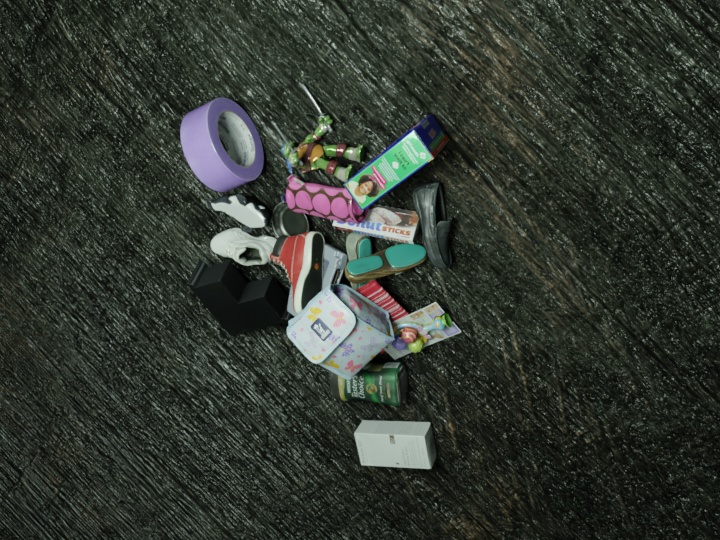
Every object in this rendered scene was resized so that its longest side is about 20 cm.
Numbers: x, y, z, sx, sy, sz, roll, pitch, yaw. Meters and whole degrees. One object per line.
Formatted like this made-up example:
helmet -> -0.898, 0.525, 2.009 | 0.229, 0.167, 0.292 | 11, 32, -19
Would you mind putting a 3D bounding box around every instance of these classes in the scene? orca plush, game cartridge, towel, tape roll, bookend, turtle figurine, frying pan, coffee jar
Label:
orca plush -> -0.290, -0.156, 1.683 | 0.199, 0.071, 0.106 | 3, 122, 41
game cartridge -> -0.111, 0.029, 1.642 | 0.133, 0.041, 0.202 | 29, 104, 38
towel -> 0.042, 0.114, 1.627 | 0.144, 0.023, 0.200 | -30, 121, 28
tape roll -> -0.319, -0.292, 1.561 | 0.084, 0.200, 0.202 | -18, 102, 27
bookend -> -0.297, 0.052, 1.704 | 0.197, 0.093, 0.201 | -15, 127, 29
turtle figurine -> -0.095, -0.285, 1.503 | 0.192, 0.144, 0.202 | 19, 120, 12
frying pan -> -0.200, -0.110, 1.678 | 0.189, 0.031, 0.116 | -8, 104, 36
coffee jar -> 0.016, 0.283, 1.707 | 0.198, 0.085, 0.105 | 1, 110, 23

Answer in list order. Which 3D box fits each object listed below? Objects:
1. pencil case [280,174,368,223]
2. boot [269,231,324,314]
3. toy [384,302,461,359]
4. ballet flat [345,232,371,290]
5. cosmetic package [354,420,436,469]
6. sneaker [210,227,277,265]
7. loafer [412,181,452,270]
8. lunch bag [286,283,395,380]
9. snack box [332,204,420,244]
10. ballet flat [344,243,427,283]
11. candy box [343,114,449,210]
pencil case -> -0.079, -0.166, 1.542 | 0.198, 0.091, 0.094 | 12, 128, 28
boot -> -0.164, 0.009, 1.612 | 0.143, 0.072, 0.202 | -4, 73, 34
toy -> 0.129, 0.160, 1.612 | 0.199, 0.047, 0.115 | -29, 121, 25
ballet flat -> 0.000, 0.000, 1.626 | 0.063, 0.067, 0.202 | 23, 126, 45
cosmetic package -> 0.091, 0.453, 1.749 | 0.198, 0.074, 0.103 | -6, 107, 23
sneaker -> -0.305, -0.056, 1.703 | 0.198, 0.099, 0.079 | 6, 112, 21
loafer -> 0.173, -0.099, 1.503 | 0.070, 0.068, 0.202 | -9, 103, 35
lunch bag -> -0.050, 0.137, 1.540 | 0.199, 0.128, 0.169 | 35, 114, -27
snack box -> 0.038, -0.115, 1.558 | 0.198, 0.024, 0.073 | 12, 74, 18
ballet flat -> 0.058, -0.010, 1.569 | 0.073, 0.198, 0.068 | 92, 158, -60
candy box -> 0.080, -0.232, 1.433 | 0.199, 0.169, 0.077 | -36, 97, 30
